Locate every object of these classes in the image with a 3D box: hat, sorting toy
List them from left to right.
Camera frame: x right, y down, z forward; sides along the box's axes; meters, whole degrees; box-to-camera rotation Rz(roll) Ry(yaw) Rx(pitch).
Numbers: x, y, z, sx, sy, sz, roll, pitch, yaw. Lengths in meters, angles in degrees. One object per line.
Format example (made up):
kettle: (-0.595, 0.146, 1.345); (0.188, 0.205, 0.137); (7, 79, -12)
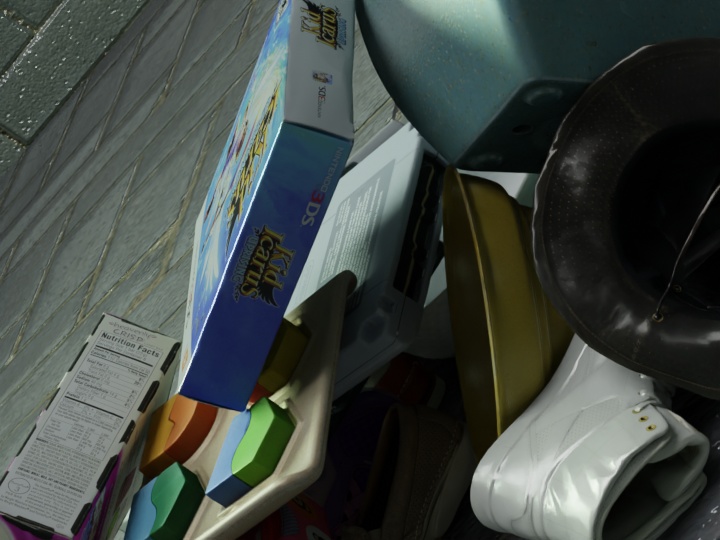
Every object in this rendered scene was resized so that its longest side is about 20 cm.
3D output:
sorting toy: (-0.082, 0.101, 1.180); (0.185, 0.036, 0.200); (-39, 22, 31)
hat: (0.196, -0.027, 1.043); (0.201, 0.201, 0.081); (-50, -23, 17)

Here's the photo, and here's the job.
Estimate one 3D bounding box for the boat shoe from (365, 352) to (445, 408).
boat shoe: (-0.007, 0.089, 1.458); (0.071, 0.063, 0.200); (-63, 18, -17)

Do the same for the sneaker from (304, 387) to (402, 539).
sneaker: (-0.018, 0.176, 1.323); (0.200, 0.080, 0.088); (-61, 24, 0)

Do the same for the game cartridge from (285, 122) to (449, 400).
game cartridge: (0.000, 0.000, 1.280); (0.133, 0.040, 0.200); (-33, 31, 40)

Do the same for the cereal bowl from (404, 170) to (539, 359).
cereal bowl: (0.091, -0.020, 1.360); (0.200, 0.083, 0.200); (-49, 19, 23)

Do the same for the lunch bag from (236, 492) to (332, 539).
lunch bag: (-0.101, 0.212, 1.198); (0.200, 0.082, 0.176); (-46, 20, 11)

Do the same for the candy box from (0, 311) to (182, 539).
candy box: (-0.184, 0.141, 1.253); (0.200, 0.061, 0.137); (-64, -6, -53)

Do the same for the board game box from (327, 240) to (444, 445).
board game box: (-0.023, 0.054, 1.343); (0.200, 0.028, 0.135); (-58, 19, -3)

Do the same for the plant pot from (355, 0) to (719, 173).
plant pot: (0.110, -0.166, 1.141); (0.196, 0.196, 0.200); (132, 135, -59)

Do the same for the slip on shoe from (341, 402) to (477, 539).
slip on shoe: (0.012, 0.179, 1.238); (0.200, 0.061, 0.076); (-65, 19, -9)

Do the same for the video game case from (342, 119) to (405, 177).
video game case: (-0.025, 0.004, 1.458); (0.182, 0.022, 0.200); (-43, -24, -20)

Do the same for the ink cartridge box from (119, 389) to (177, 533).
ink cartridge box: (-0.101, 0.130, 1.596); (0.146, 0.083, 0.200); (-29, 31, 55)

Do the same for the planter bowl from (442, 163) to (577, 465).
planter bowl: (0.104, 0.031, 1.171); (0.200, 0.083, 0.201); (173, 90, -86)

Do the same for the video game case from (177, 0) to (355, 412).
video game case: (-0.055, -0.050, 1.156); (0.181, 0.045, 0.200); (-92, 21, -55)

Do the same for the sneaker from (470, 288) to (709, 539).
sneaker: (0.160, 0.074, 1.065); (0.115, 0.074, 0.200); (14, 61, 52)
